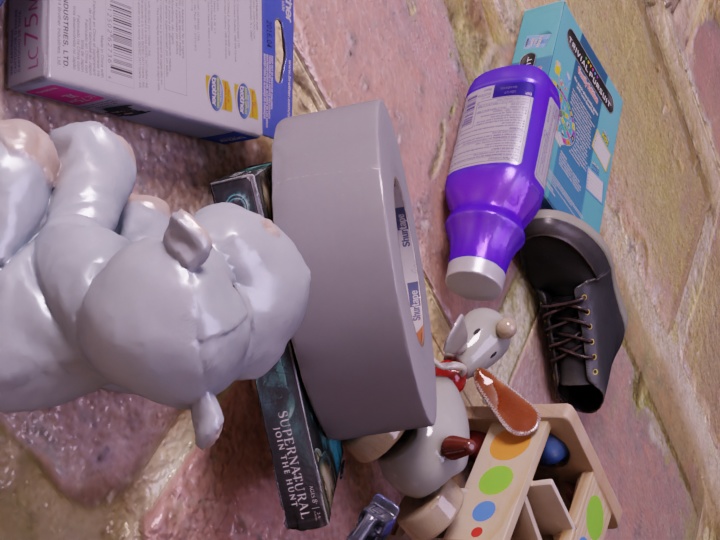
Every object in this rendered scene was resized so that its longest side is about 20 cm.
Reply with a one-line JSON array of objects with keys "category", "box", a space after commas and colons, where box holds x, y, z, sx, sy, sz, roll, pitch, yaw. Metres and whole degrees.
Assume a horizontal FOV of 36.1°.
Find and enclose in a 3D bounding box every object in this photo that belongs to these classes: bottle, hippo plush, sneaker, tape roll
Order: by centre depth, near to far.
[{"category": "hippo plush", "box": [-0.116, -0.001, 0.520, 0.199, 0.159, 0.162, -21, 102, -53]}, {"category": "tape roll", "box": [0.000, 0.000, 0.687, 0.200, 0.065, 0.204, -10, 90, -82]}, {"category": "bottle", "box": [0.112, -0.074, 0.913, 0.065, 0.082, 0.203, 43, 52, -42]}, {"category": "sneaker", "box": [0.196, 0.040, 1.017, 0.201, 0.074, 0.107, 52, 44, -38]}]

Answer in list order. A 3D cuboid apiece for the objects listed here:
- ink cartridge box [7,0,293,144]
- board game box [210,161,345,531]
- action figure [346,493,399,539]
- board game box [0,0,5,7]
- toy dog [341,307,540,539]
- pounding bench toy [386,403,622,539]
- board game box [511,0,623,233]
[{"category": "ink cartridge box", "box": [-0.114, -0.145, 0.648, 0.198, 0.041, 0.122, 7, 79, -51]}, {"category": "board game box", "box": [-0.045, 0.038, 0.672, 0.135, 0.028, 0.204, -73, 151, -81]}, {"category": "action figure", "box": [-0.068, 0.194, 0.609, 0.193, 0.104, 0.202, 23, 96, -56]}, {"category": "board game box", "box": [-0.228, -0.153, 0.473, 0.201, 0.061, 0.202, -55, 127, -44]}, {"category": "toy dog", "box": [0.070, 0.089, 0.788, 0.131, 0.096, 0.202, 35, 52, -27]}, {"category": "pounding bench toy", "box": [0.126, 0.220, 0.855, 0.202, 0.123, 0.157, 61, 42, -29]}, {"category": "board game box", "box": [0.190, -0.128, 1.059, 0.151, 0.046, 0.203, 45, 51, -41]}]
